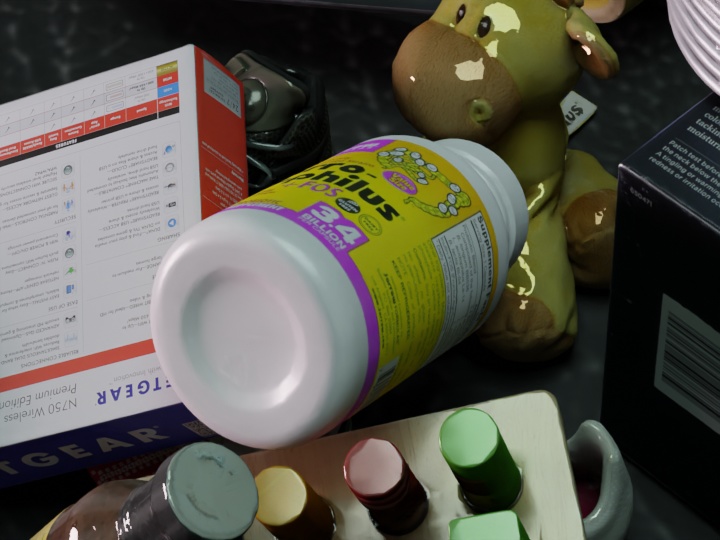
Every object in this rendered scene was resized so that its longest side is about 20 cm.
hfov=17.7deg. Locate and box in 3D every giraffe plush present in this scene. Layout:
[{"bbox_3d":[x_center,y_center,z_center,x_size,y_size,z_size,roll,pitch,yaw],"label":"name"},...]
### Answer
[{"bbox_3d":[0.071,-0.080,1.171,0.172,0.163,0.200,16,53,16],"label":"giraffe plush"}]

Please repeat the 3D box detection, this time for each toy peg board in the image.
[{"bbox_3d":[0.000,0.155,0.960,0.198,0.098,0.201,-12,69,6],"label":"toy peg board"}]

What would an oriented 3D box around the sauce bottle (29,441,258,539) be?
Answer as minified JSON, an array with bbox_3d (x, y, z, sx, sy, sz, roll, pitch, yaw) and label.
[{"bbox_3d":[-0.105,0.125,0.944,0.064,0.200,0.065,14,59,-24],"label":"sauce bottle"}]

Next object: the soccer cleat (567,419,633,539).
[{"bbox_3d":[0.034,0.126,1.051,0.199,0.087,0.070,-24,53,-17],"label":"soccer cleat"}]

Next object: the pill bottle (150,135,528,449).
[{"bbox_3d":[0.000,0.000,1.037,0.104,0.105,0.200,25,28,21],"label":"pill bottle"}]

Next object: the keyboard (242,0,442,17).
[{"bbox_3d":[-0.016,-0.176,1.305,0.199,0.040,0.104,8,21,21],"label":"keyboard"}]

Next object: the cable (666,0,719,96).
[{"bbox_3d":[0.234,-0.141,1.019,0.199,0.069,0.201,8,49,11],"label":"cable"}]

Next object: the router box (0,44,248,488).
[{"bbox_3d":[-0.149,0.005,1.103,0.199,0.049,0.180,-14,64,23],"label":"router box"}]

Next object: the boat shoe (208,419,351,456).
[{"bbox_3d":[-0.061,0.122,1.075,0.075,0.060,0.200,31,71,18],"label":"boat shoe"}]

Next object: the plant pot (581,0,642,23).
[{"bbox_3d":[0.155,-0.251,1.307,0.200,0.201,0.189,34,75,27],"label":"plant pot"}]

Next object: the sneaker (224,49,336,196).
[{"bbox_3d":[-0.077,-0.035,1.149,0.076,0.115,0.200,25,55,19],"label":"sneaker"}]

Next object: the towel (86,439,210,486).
[{"bbox_3d":[-0.107,0.028,1.181,0.144,0.023,0.200,-25,55,-20],"label":"towel"}]

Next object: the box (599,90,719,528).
[{"bbox_3d":[0.221,-0.005,1.082,0.198,0.201,0.123,-36,57,-26],"label":"box"}]
